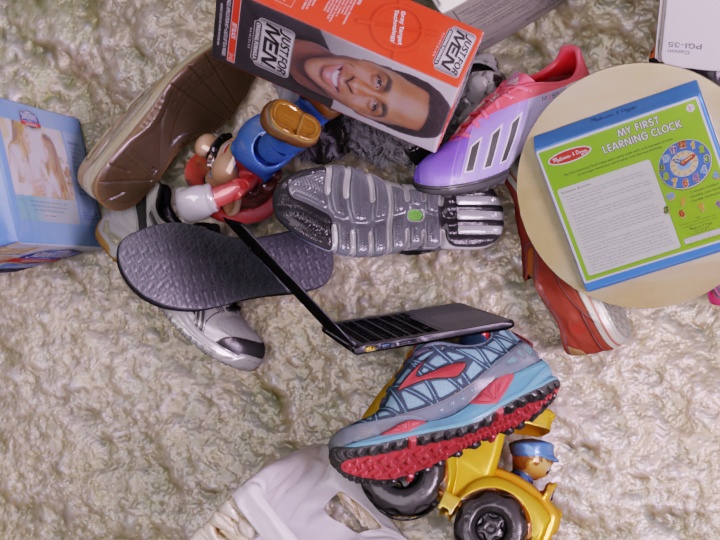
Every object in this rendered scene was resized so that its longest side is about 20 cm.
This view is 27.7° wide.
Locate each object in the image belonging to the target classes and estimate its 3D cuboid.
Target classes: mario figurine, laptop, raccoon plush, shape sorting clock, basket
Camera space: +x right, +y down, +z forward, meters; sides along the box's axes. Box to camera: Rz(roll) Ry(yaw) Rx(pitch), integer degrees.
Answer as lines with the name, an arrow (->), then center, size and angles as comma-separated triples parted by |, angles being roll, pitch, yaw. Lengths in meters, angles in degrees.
mario figurine -> -0.101, -0.110, 1.259 | 0.200, 0.123, 0.106 | -39, 67, 52
laptop -> 0.000, 0.000, 1.193 | 0.200, 0.187, 0.116 | -9, 95, -9
raccoon plush -> 0.038, -0.149, 1.293 | 0.200, 0.134, 0.097 | 8, 109, 43
shape sorting clock -> 0.226, -0.067, 1.170 | 0.200, 0.039, 0.200 | 4, 109, 13
basket -> -0.062, 0.246, 1.238 | 0.123, 0.200, 0.136 | -43, 81, 15

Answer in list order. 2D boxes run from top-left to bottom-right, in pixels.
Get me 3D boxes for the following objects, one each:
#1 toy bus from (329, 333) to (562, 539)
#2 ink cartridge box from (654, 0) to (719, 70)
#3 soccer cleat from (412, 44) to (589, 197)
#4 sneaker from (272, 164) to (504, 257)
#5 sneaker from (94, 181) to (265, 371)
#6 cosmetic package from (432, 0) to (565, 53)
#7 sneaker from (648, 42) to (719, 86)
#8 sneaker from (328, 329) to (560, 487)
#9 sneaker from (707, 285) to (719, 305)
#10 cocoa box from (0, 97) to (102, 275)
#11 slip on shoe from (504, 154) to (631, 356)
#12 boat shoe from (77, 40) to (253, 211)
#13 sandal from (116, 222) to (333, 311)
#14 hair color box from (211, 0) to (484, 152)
toy bus -> 0.102, 0.145, 1.246 | 0.200, 0.136, 0.192 | 30, 79, 9
ink cartridge box -> 0.318, -0.256, 1.163 | 0.146, 0.083, 0.200 | 6, 52, 11
soccer cleat -> 0.117, -0.123, 1.211 | 0.068, 0.200, 0.073 | 25, 134, 46
sneaker -> 0.013, -0.040, 1.255 | 0.200, 0.115, 0.075 | 6, 82, -15
sneaker -> -0.148, 0.002, 1.317 | 0.088, 0.076, 0.200 | -45, 84, 4
cosmetic package -> 0.102, -0.252, 1.201 | 0.103, 0.200, 0.087 | -31, 83, 8
sneaker -> 0.331, -0.143, 1.225 | 0.200, 0.070, 0.090 | 47, 113, 9
sneaker -> 0.055, 0.103, 1.166 | 0.200, 0.079, 0.096 | -19, 59, -23
sneaker -> 0.242, -0.042, 1.231 | 0.200, 0.081, 0.075 | 29, 106, 13
cocoa box -> -0.330, -0.069, 1.292 | 0.131, 0.200, 0.133 | -14, 87, 11
slip on shoe -> 0.161, -0.016, 1.255 | 0.061, 0.074, 0.200 | -30, 84, 25
boat shoe -> -0.178, -0.142, 1.324 | 0.200, 0.072, 0.065 | -49, 40, -8
sandal -> -0.120, 0.000, 1.282 | 0.200, 0.043, 0.076 | 2, 81, -28
hair color box -> -0.013, -0.177, 1.141 | 0.200, 0.102, 0.061 | 23, 64, 3
